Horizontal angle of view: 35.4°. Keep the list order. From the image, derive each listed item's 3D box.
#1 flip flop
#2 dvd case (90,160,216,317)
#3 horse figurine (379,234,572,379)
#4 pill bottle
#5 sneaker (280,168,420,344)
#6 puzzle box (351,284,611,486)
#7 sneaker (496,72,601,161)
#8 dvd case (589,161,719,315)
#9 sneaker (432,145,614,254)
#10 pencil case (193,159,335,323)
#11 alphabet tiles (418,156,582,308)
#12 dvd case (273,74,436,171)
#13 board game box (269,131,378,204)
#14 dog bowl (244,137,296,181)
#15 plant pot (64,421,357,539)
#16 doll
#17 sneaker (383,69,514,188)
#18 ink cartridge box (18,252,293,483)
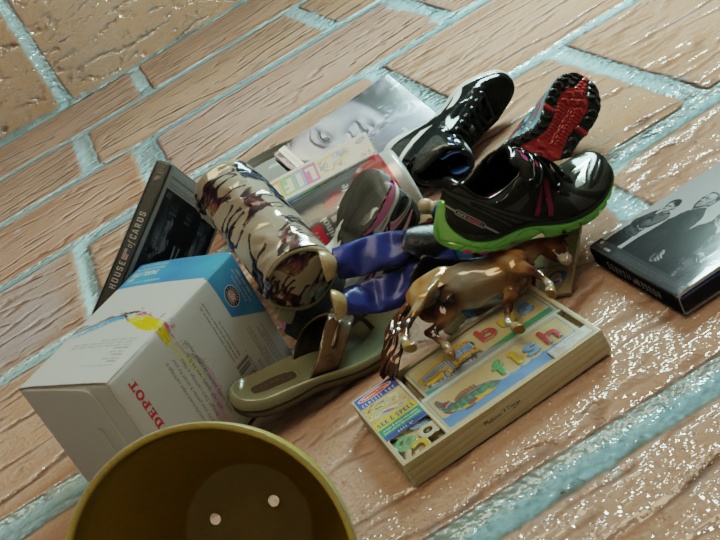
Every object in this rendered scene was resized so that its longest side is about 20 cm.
[{"bbox_3d":[-0.039,0.076,1.092,0.200,0.058,0.081,-24,23,-16],"label":"flip flop"},{"bbox_3d":[-0.226,-0.006,1.271,0.025,0.150,0.200,17,81,21],"label":"dvd case"},{"bbox_3d":[0.098,0.025,1.004,0.200,0.050,0.133,-24,26,11],"label":"horse figurine"},{"bbox_3d":[-0.026,-0.041,1.256,0.200,0.111,0.111,-30,24,0],"label":"pill bottle"},{"bbox_3d":[0.000,0.000,1.172,0.200,0.086,0.080,-56,43,9],"label":"sneaker"},{"bbox_3d":[0.099,0.092,0.965,0.200,0.025,0.133,-33,24,-8],"label":"puzzle box"},{"bbox_3d":[0.192,-0.124,1.249,0.200,0.079,0.096,-49,-1,-20],"label":"sneaker"},{"bbox_3d":[0.320,-0.046,0.988,0.200,0.025,0.150,-32,24,-6],"label":"dvd case"},{"bbox_3d":[0.155,-0.076,1.028,0.200,0.084,0.077,-20,29,-29],"label":"sneaker"},{"bbox_3d":[-0.104,-0.037,1.169,0.090,0.078,0.200,-53,45,12],"label":"pencil case"},{"bbox_3d":[0.131,-0.032,1.126,0.200,0.008,0.167,-11,50,36],"label":"alphabet tiles"},{"bbox_3d":[0.009,-0.163,1.472,0.200,0.016,0.149,-38,61,-17],"label":"dvd case"},{"bbox_3d":[-0.057,-0.078,1.346,0.200,0.134,0.034,-27,64,7],"label":"board game box"},{"bbox_3d":[-0.118,-0.111,1.558,0.200,0.059,0.200,-23,25,12],"label":"dog bowl"},{"bbox_3d":[-0.092,0.199,0.806,0.200,0.200,0.142,-27,-3,5],"label":"plant pot"},{"bbox_3d":[0.067,-0.003,1.073,0.200,0.137,0.048,-15,-13,-2],"label":"doll"},{"bbox_3d":[0.131,-0.165,1.388,0.200,0.073,0.112,-38,31,-7],"label":"sneaker"},{"bbox_3d":[-0.196,0.104,1.120,0.146,0.147,0.200,-6,32,40],"label":"ink cartridge box"}]
